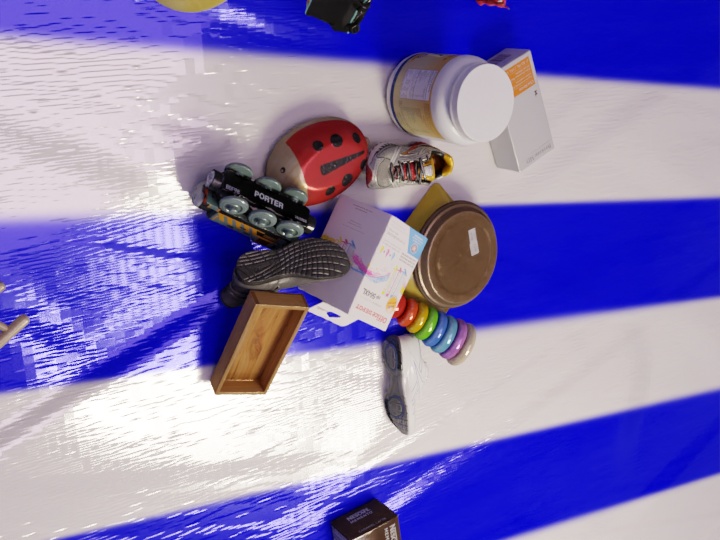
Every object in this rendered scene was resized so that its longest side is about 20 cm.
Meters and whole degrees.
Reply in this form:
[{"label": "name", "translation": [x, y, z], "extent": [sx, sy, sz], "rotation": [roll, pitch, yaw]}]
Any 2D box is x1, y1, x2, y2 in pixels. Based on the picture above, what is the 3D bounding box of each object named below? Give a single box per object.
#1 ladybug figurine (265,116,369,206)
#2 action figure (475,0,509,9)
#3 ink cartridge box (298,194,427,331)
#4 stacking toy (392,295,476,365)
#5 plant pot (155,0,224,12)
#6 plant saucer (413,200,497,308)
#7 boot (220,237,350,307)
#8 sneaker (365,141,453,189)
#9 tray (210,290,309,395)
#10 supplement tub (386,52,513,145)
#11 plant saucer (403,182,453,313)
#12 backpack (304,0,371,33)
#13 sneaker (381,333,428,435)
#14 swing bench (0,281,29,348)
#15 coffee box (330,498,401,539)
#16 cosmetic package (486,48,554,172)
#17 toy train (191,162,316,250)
[{"label": "ladybug figurine", "translation": [-0.061, -0.179, 1.446], "extent": [0.198, 0.071, 0.138], "rotation": [-31, 118, -23]}, {"label": "action figure", "translation": [0.204, -0.521, 1.520], "extent": [0.198, 0.098, 0.066], "rotation": [32, 87, -38]}, {"label": "ink cartridge box", "translation": [0.000, 0.000, 1.486], "extent": [0.128, 0.124, 0.204], "rotation": [26, 88, -52]}, {"label": "stacking toy", "translation": [0.116, 0.096, 1.626], "extent": [0.198, 0.085, 0.087], "rotation": [30, 86, -16]}, {"label": "plant pot", "translation": [-0.217, -0.466, 1.222], "extent": [0.196, 0.141, 0.205], "rotation": [-10, 109, -31]}, {"label": "plant saucer", "translation": [0.182, -0.027, 1.620], "extent": [0.196, 0.029, 0.205], "rotation": [-9, 106, -32]}, {"label": "boot", "translation": [-0.125, 0.007, 1.423], "extent": [0.195, 0.132, 0.071], "rotation": [-2, 68, -21]}, {"label": "sneaker", "translation": [0.085, -0.183, 1.515], "extent": [0.198, 0.081, 0.080], "rotation": [-20, 119, -41]}, {"label": "tray", "translation": [-0.167, 0.121, 1.427], "extent": [0.097, 0.037, 0.202], "rotation": [4, 129, -34]}, {"label": "supplement tub", "translation": [0.150, -0.290, 1.479], "extent": [0.142, 0.199, 0.148], "rotation": [-10, 108, -31]}, {"label": "plant saucer", "translation": [0.151, -0.024, 1.646], "extent": [0.201, 0.048, 0.200], "rotation": [-53, 125, -11]}, {"label": "backpack", "translation": [-0.021, -0.493, 1.328], "extent": [0.151, 0.176, 0.203], "rotation": [26, 75, -5]}, {"label": "sneaker", "translation": [0.094, 0.215, 1.660], "extent": [0.086, 0.074, 0.205], "rotation": [-13, 110, -35]}, {"label": "swing bench", "translation": [-0.546, 0.095, 1.120], "extent": [0.129, 0.198, 0.202], "rotation": [35, 82, -34]}, {"label": "coffee box", "translation": [0.020, 0.564, 1.697], "extent": [0.113, 0.079, 0.205], "rotation": [-19, 113, -28]}, {"label": "cosmetic package", "translation": [0.287, -0.301, 1.647], "extent": [0.101, 0.071, 0.203], "rotation": [-34, 119, -22]}, {"label": "toy train", "translation": [-0.167, -0.095, 1.374], "extent": [0.197, 0.113, 0.087], "rotation": [22, 59, -33]}]
